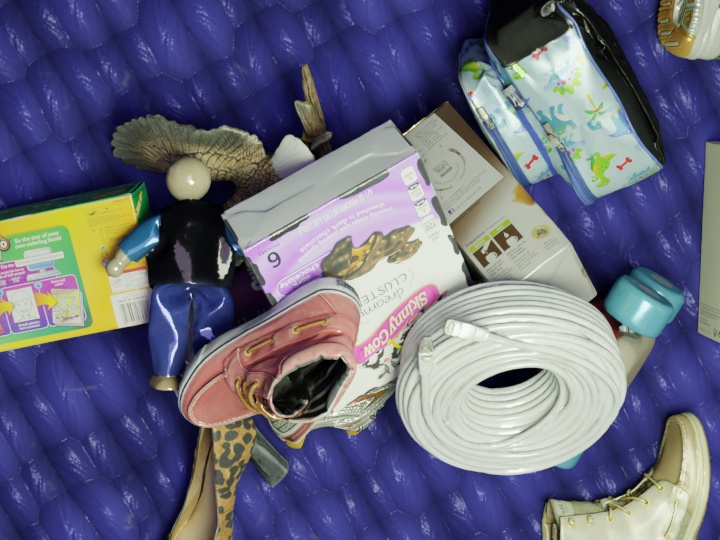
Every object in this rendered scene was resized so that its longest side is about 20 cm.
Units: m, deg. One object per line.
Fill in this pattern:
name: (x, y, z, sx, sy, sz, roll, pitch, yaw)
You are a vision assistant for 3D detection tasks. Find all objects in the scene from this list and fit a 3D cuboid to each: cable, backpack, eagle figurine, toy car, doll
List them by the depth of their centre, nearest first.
cable: (0.128, 0.096, 1.301, 0.198, 0.070, 0.201, 4, 135, -12)
doll: (-0.153, 0.002, 1.306, 0.135, 0.048, 0.202, 2, 95, -7)
eagle figurine: (-0.115, -0.075, 1.364, 0.199, 0.152, 0.151, -17, 142, -2)
backpack: (0.185, -0.161, 1.398, 0.146, 0.183, 0.200, -31, 109, 18)
toy car: (0.179, 0.053, 1.460, 0.199, 0.177, 0.185, 34, 106, 13)

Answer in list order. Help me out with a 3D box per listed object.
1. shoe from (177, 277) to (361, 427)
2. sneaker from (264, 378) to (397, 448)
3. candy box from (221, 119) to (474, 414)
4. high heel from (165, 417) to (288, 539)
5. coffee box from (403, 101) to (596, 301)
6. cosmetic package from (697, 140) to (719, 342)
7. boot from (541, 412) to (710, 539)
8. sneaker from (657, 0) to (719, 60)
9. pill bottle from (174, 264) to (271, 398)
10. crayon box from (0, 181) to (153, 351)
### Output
shoe: (-0.079, 0.091, 1.231, 0.200, 0.091, 0.071, -36, 121, 26)
sneaker: (0.001, 0.109, 1.455, 0.199, 0.078, 0.083, -20, 106, 1)
candy box: (0.000, 0.000, 1.296, 0.167, 0.072, 0.201, -30, 126, -5)
high heel: (-0.161, 0.220, 1.402, 0.200, 0.071, 0.143, -51, 143, -12)
coffee box: (0.118, -0.044, 1.373, 0.080, 0.200, 0.114, -38, 148, 1)
cosmetic package: (0.404, -0.029, 1.515, 0.104, 0.071, 0.202, -3, 99, -11)
boot: (0.267, 0.238, 1.530, 0.153, 0.072, 0.202, 7, 98, -11)
sneaker: (0.352, -0.305, 1.471, 0.087, 0.076, 0.202, 7, 101, -29)
pill bottle: (-0.092, 0.050, 1.400, 0.199, 0.112, 0.113, -26, 103, -7)
crayon box: (-0.280, 0.000, 1.352, 0.198, 0.058, 0.120, -11, 104, 6)
